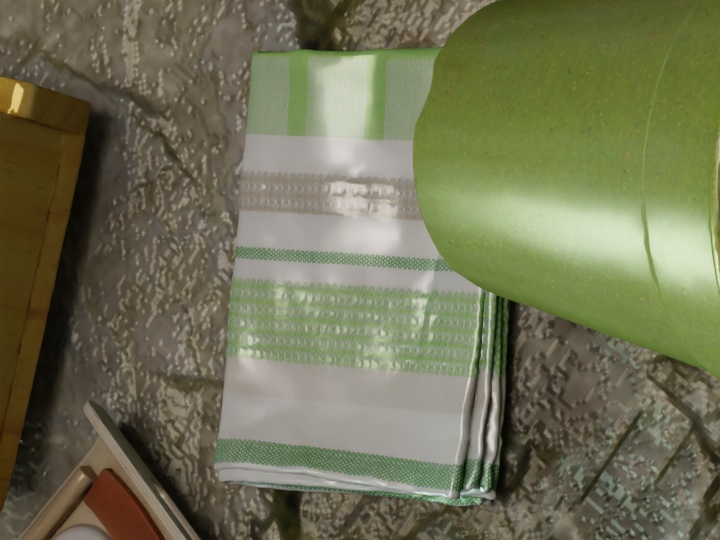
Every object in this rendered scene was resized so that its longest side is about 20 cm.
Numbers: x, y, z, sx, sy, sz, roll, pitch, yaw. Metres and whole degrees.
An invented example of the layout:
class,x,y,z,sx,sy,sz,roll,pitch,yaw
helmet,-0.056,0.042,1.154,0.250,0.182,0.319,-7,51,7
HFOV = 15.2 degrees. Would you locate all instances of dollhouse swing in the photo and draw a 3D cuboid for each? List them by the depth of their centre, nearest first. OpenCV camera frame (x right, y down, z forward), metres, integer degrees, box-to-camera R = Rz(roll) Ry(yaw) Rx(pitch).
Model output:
class,x,y,z,sx,sy,sz,roll,pitch,yaw
dollhouse swing,-0.238,-0.002,1.248,0.181,0.175,0.201,13,91,41

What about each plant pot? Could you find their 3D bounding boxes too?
class,x,y,z,sx,sy,sz,roll,pitch,yaw
plant pot,0.125,-0.043,1.043,0.189,0.200,0.201,7,90,44

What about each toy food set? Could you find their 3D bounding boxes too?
class,x,y,z,sx,sy,sz,roll,pitch,yaw
toy food set,-0.142,0.181,1.256,0.200,0.060,0.144,-49,63,19

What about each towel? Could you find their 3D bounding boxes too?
class,x,y,z,sx,sy,sz,roll,pitch,yaw
towel,0.000,0.000,1.198,0.149,0.031,0.201,2,87,32
